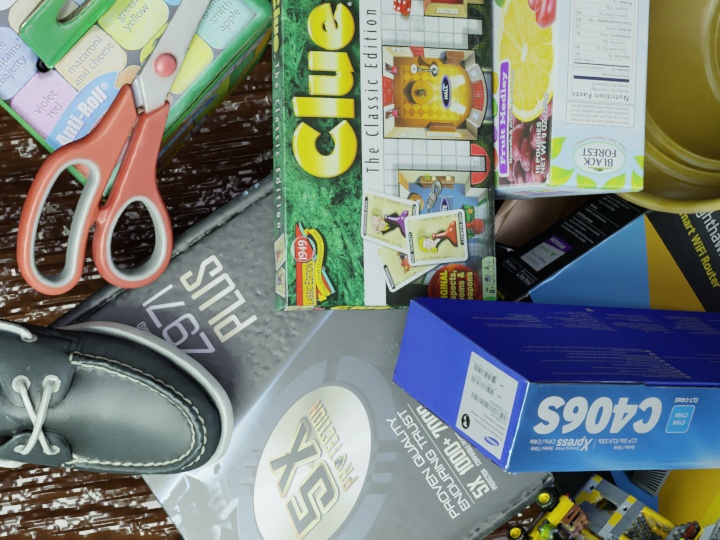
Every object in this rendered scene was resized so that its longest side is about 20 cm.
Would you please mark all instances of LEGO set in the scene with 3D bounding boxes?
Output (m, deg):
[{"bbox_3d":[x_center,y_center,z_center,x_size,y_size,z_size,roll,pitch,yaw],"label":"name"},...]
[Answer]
[{"bbox_3d":[0.142,0.199,0.756,0.154,0.116,0.201,-41,134,-20],"label":"LEGO set"}]

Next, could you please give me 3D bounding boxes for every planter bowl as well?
[{"bbox_3d":[0.189,-0.123,0.759,0.083,0.200,0.202,7,90,-41],"label":"planter bowl"}]

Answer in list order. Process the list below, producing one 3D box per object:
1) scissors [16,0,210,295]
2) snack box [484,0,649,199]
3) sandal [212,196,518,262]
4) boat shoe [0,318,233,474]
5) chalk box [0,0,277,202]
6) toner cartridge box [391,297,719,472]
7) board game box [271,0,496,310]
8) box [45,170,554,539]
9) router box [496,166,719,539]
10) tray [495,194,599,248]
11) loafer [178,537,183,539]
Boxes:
[{"bbox_3d":[-0.097,-0.081,0.686,0.073,0.014,0.201,10,106,-29],"label":"scissors"},{"bbox_3d":[0.074,-0.107,0.777,0.053,0.200,0.143,3,91,-18],"label":"snack box"},{"bbox_3d":[0.000,0.000,0.834,0.199,0.045,0.076,9,99,10],"label":"sandal"},{"bbox_3d":[-0.156,0.056,0.701,0.199,0.060,0.076,10,108,16],"label":"boat shoe"},{"bbox_3d":[-0.123,-0.116,0.760,0.124,0.200,0.124,44,88,-5],"label":"chalk box"},{"bbox_3d":[0.123,0.052,0.716,0.199,0.095,0.043,4,110,-32],"label":"toner cartridge box"},{"bbox_3d":[0.011,-0.083,0.719,0.104,0.023,0.202,-1,88,-17],"label":"board game box"},{"bbox_3d":[-0.029,0.063,0.773,0.163,0.086,0.201,-33,93,-2],"label":"box"},{"bbox_3d":[0.151,0.059,0.831,0.149,0.051,0.201,-33,116,-5],"label":"router box"},{"bbox_3d":[0.152,-0.066,0.870,0.098,0.037,0.201,34,89,-5],"label":"tray"},{"bbox_3d":[-0.095,0.192,0.832,0.200,0.072,0.073,-42,93,-4],"label":"loafer"}]
